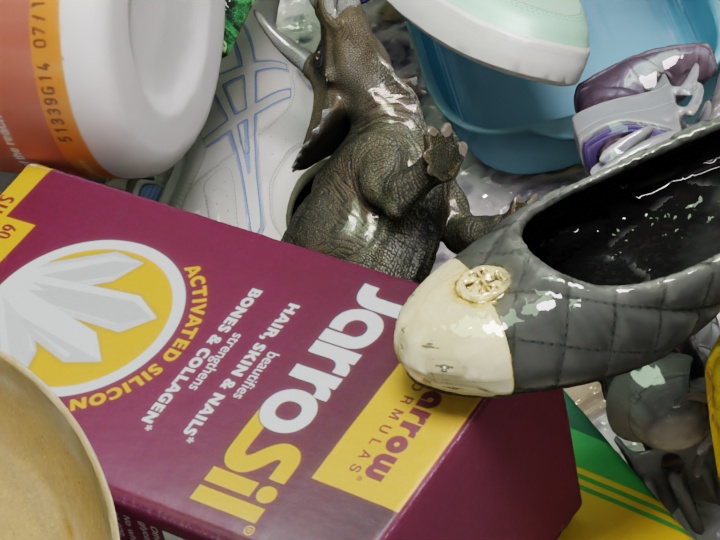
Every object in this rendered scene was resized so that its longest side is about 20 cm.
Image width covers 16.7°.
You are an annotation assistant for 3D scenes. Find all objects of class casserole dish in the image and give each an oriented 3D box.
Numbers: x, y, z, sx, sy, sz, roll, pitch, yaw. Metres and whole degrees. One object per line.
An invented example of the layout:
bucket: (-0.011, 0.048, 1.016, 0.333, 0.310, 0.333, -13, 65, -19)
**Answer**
casserole dish: (0.079, -0.105, 0.998, 0.120, 0.039, 0.201, -16, 41, 1)

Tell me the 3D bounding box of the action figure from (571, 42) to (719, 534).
action figure: (0.100, 0.001, 0.818, 0.069, 0.131, 0.200, -8, 31, 5)

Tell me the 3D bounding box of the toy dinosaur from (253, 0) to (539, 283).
toy dinosaur: (0.000, 0.000, 0.865, 0.102, 0.077, 0.201, 4, 77, 52)

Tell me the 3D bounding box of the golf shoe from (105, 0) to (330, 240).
golf shoe: (-0.042, -0.051, 0.969, 0.097, 0.079, 0.201, 12, 49, 1)

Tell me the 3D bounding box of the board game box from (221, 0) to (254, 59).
board game box: (-0.099, -0.093, 0.965, 0.199, 0.023, 0.105, -23, 38, 47)

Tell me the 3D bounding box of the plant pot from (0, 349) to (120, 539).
plant pot: (-0.154, 0.105, 0.665, 0.199, 0.028, 0.201, -9, 57, 13)

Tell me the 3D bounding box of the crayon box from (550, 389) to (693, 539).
crayon box: (0.008, 0.127, 0.755, 0.199, 0.059, 0.173, -27, 43, -13)

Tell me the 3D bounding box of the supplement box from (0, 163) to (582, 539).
supplement box: (-0.047, 0.053, 0.742, 0.199, 0.086, 0.110, 17, 50, 30)

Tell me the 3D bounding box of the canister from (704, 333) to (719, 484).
canister: (0.184, 0.000, 0.772, 0.086, 0.149, 0.200, 13, 51, 28)

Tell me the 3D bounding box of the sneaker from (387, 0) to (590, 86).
sneaker: (0.050, -0.164, 0.920, 0.073, 0.119, 0.201, 10, 36, -31)

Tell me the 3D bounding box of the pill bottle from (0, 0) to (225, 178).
pill bottle: (-0.155, -0.091, 0.834, 0.199, 0.113, 0.113, 3, 45, 19)

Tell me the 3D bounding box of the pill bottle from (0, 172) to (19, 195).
pill bottle: (-0.217, 0.004, 0.919, 0.198, 0.113, 0.113, -6, 43, 11)

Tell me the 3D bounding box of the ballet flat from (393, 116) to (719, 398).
ballet flat: (0.097, -0.024, 0.680, 0.199, 0.057, 0.067, -26, 46, -7)

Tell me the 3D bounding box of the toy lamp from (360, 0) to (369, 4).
toy lamp: (-0.021, -0.167, 1.054, 0.058, 0.059, 0.200, -18, 31, -2)
